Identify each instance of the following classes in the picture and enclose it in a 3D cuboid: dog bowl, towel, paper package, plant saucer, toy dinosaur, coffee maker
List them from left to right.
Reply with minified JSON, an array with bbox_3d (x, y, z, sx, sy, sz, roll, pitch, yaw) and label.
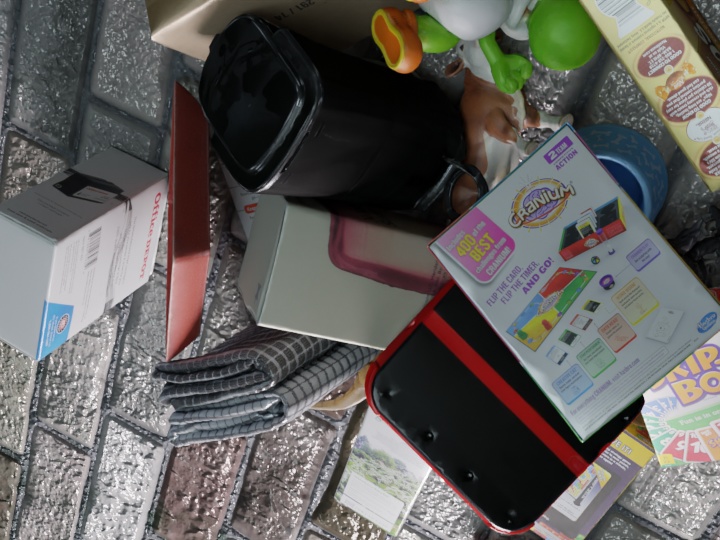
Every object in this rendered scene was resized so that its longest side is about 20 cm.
[{"bbox_3d":[-0.170,-0.043,0.972,0.036,0.203,0.201,1,149,-12],"label":"plant saucer"},{"bbox_3d":[-0.100,0.096,1.019,0.198,0.165,0.087,-16,102,40],"label":"towel"},{"bbox_3d":[-0.059,-0.256,0.835,0.198,0.190,0.105,-22,74,28],"label":"paper package"},{"bbox_3d":[-0.009,-0.120,0.827,0.191,0.198,0.137,28,107,37],"label":"coffee maker"},{"bbox_3d":[0.014,0.117,1.071,0.107,0.060,0.201,52,123,28],"label":"toy dinosaur"},{"bbox_3d":[0.212,-0.030,0.911,0.110,0.050,0.203,15,118,16],"label":"dog bowl"}]

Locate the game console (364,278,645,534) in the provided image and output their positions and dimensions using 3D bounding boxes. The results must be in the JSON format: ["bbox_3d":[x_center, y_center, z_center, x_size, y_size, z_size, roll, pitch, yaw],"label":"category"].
[{"bbox_3d":[0.120,0.108,0.859,0.200,0.031,0.177,44,91,-3],"label":"game console"}]

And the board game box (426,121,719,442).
[{"bbox_3d":[0.173,0.008,0.798,0.152,0.040,0.201,-40,82,10],"label":"board game box"}]

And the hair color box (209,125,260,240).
[{"bbox_3d":[-0.065,-0.071,1.003,0.109,0.064,0.203,-9,111,26],"label":"hair color box"}]

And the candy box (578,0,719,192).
[{"bbox_3d":[0.249,-0.173,0.790,0.055,0.116,0.201,-32,98,32],"label":"candy box"}]

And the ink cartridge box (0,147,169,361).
[{"bbox_3d":[-0.297,-0.024,1.043,0.083,0.200,0.147,26,121,12],"label":"ink cartridge box"}]

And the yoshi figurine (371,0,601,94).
[{"bbox_3d":[0.116,-0.201,0.786,0.112,0.197,0.114,-11,88,61],"label":"yoshi figurine"}]

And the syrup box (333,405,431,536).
[{"bbox_3d":[0.040,0.170,0.977,0.078,0.082,0.202,28,139,9],"label":"syrup box"}]

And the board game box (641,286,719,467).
[{"bbox_3d":[0.286,0.098,0.864,0.094,0.030,0.202,-12,127,22],"label":"board game box"}]

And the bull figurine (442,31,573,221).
[{"bbox_3d":[0.121,-0.116,0.890,0.121,0.064,0.203,45,141,43],"label":"bull figurine"}]

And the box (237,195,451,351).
[{"bbox_3d":[0.000,0.000,0.910,0.197,0.128,0.111,13,100,-18],"label":"box"}]

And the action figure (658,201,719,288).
[{"bbox_3d":[0.302,0.007,0.863,0.198,0.103,0.120,26,124,-9],"label":"action figure"}]

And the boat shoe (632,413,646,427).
[{"bbox_3d":[0.245,0.096,0.931,0.196,0.066,0.073,9,131,-12],"label":"boat shoe"}]

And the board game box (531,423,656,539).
[{"bbox_3d":[0.177,0.169,1.015,0.198,0.057,0.167,34,120,7],"label":"board game box"}]
